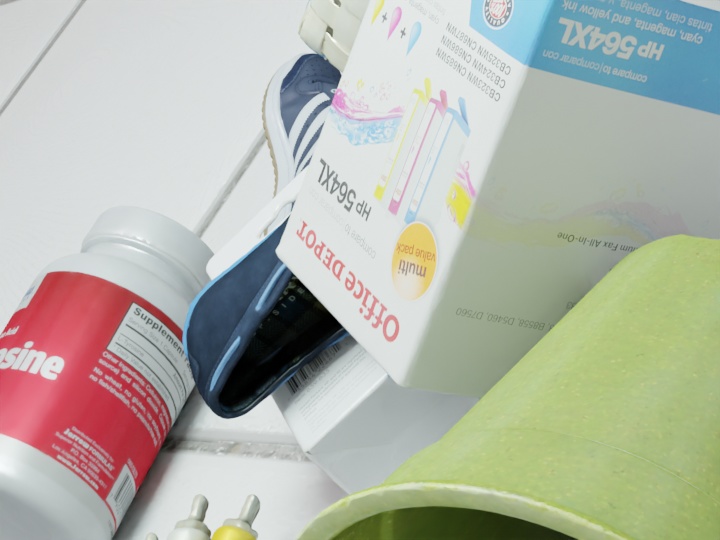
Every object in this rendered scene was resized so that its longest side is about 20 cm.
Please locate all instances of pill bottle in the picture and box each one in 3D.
[{"bbox_3d":[-0.157,0.065,1.205,0.112,0.112,0.200,-14,40,46],"label":"pill bottle"}]

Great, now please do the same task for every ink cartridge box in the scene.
[{"bbox_3d":[0.065,-0.036,0.858,0.129,0.125,0.201,45,119,54],"label":"ink cartridge box"},{"bbox_3d":[0.004,0.022,1.064,0.116,0.067,0.200,-43,31,5],"label":"ink cartridge box"}]

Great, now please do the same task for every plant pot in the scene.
[{"bbox_3d":[0.102,0.088,0.739,0.200,0.200,0.190,-17,27,44],"label":"plant pot"}]

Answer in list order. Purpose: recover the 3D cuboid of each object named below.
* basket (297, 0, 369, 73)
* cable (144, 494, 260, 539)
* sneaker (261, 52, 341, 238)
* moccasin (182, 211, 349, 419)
[{"bbox_3d":[0.070,-0.179,1.155,0.200,0.139,0.177,-43,-17,-36],"label":"basket"},{"bbox_3d":[-0.096,0.197,0.996,0.097,0.050,0.200,-26,32,30],"label":"cable"},{"bbox_3d":[0.001,-0.074,1.215,0.108,0.070,0.200,-36,34,29],"label":"sneaker"},{"bbox_3d":[0.000,0.000,0.974,0.200,0.080,0.068,-46,34,26],"label":"moccasin"}]
